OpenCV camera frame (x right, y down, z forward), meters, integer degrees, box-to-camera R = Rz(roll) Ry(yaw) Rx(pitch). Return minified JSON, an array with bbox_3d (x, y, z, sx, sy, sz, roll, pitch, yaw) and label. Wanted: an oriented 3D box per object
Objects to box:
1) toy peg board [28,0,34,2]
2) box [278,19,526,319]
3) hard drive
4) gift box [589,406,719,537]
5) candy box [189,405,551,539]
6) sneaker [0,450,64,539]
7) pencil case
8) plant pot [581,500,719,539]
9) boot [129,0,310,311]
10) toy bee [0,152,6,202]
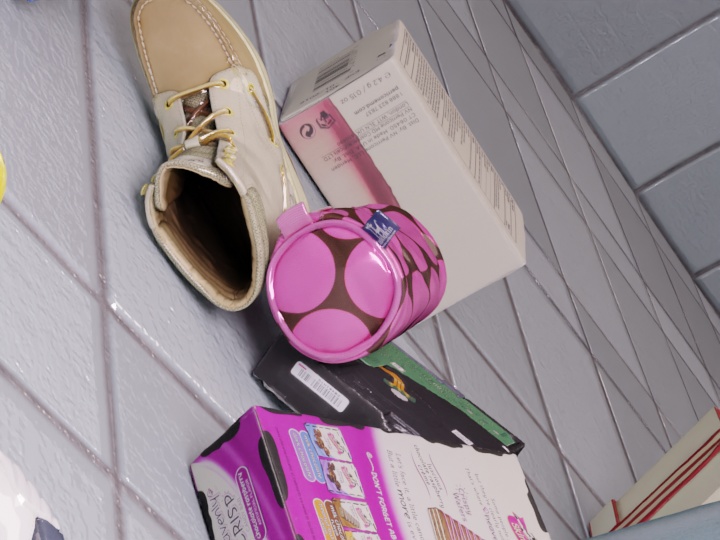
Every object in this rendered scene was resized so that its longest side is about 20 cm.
[{"bbox_3d":[-0.117,-0.215,1.170,0.199,0.200,0.098,-91,163,-63],"label":"toy peg board"},{"bbox_3d":[0.035,-0.079,1.588,0.200,0.109,0.128,57,14,-15],"label":"box"},{"bbox_3d":[0.022,0.089,1.247,0.140,0.038,0.200,38,10,11],"label":"hard drive"},{"bbox_3d":[0.315,0.265,1.715,0.200,0.187,0.185,44,13,-4],"label":"gift box"},{"bbox_3d":[0.019,0.153,1.029,0.200,0.061,0.136,15,43,-42],"label":"candy box"},{"bbox_3d":[-0.134,0.128,0.614,0.130,0.079,0.199,-11,82,-85],"label":"sneaker"},{"bbox_3d":[0.000,0.000,1.218,0.094,0.091,0.200,51,8,4],"label":"pencil case"},{"bbox_3d":[0.214,0.238,1.226,0.200,0.196,0.196,15,-68,59],"label":"plant pot"},{"bbox_3d":[-0.095,-0.078,1.191,0.155,0.072,0.200,-47,114,-76],"label":"boot"},{"bbox_3d":[-0.196,-0.025,0.649,0.200,0.131,0.109,30,-37,39],"label":"toy bee"}]
